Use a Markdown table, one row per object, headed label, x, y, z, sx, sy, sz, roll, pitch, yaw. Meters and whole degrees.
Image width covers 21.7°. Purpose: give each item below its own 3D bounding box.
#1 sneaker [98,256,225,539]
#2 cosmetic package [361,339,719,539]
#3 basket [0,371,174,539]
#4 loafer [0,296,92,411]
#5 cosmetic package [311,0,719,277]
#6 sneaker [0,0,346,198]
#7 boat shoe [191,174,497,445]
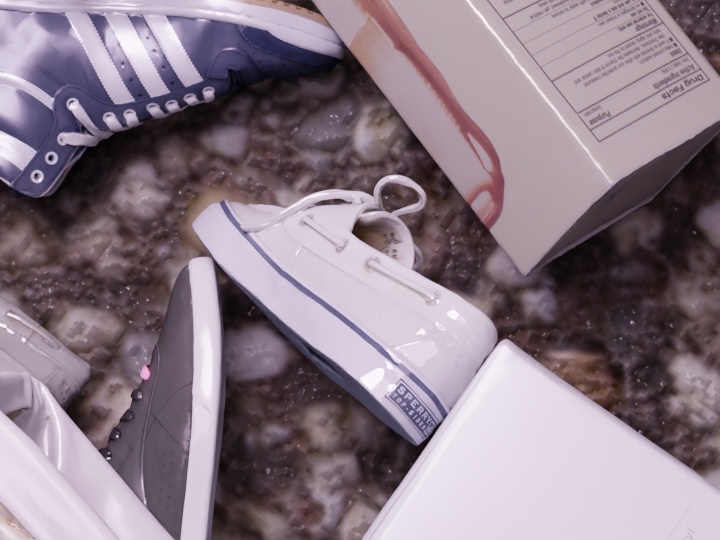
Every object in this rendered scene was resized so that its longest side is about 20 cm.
| label | x | y | z | sx | sy | sz | roll | pitch | yaw |
| --- | --- | --- | --- | --- | --- | --- | --- | --- | --- |
| sneaker | -0.115 | 0.089 | 0.866 | 0.098 | 0.071 | 0.201 | 6 | 85 | 1 |
| cosmetic package | 0.094 | 0.160 | 0.790 | 0.199 | 0.167 | 0.167 | 34 | 85 | 8 |
| basket | -0.126 | 0.154 | 0.764 | 0.123 | 0.136 | 0.200 | -41 | 90 | -2 |
| loafer | -0.211 | 0.009 | 0.895 | 0.200 | 0.070 | 0.070 | 42 | 62 | 16 |
| cosmetic package | 0.065 | -0.112 | 0.864 | 0.103 | 0.087 | 0.200 | -27 | 75 | -37 |
| sneaker | -0.109 | -0.083 | 0.900 | 0.199 | 0.070 | 0.109 | 7 | 90 | -3 |
| boat shoe | -0.002 | -0.003 | 0.832 | 0.086 | 0.202 | 0.075 | -45 | 123 | -6 |
